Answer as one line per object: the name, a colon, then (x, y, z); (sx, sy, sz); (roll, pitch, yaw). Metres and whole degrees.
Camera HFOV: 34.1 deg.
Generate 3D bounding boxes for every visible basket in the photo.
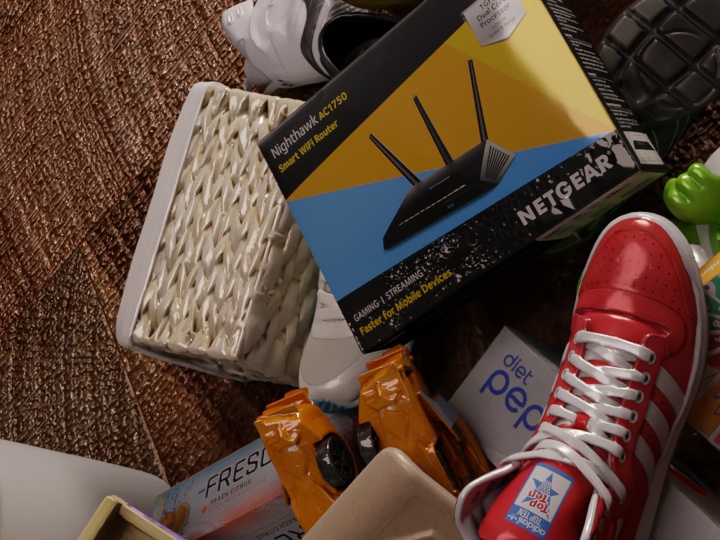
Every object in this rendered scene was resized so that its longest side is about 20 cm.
basket: (-0.067, -0.018, 0.841); (0.123, 0.135, 0.201); (12, 82, 38)

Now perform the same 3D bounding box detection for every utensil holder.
utensil holder: (-0.247, 0.213, 0.862); (0.169, 0.200, 0.171); (-16, 63, 36)

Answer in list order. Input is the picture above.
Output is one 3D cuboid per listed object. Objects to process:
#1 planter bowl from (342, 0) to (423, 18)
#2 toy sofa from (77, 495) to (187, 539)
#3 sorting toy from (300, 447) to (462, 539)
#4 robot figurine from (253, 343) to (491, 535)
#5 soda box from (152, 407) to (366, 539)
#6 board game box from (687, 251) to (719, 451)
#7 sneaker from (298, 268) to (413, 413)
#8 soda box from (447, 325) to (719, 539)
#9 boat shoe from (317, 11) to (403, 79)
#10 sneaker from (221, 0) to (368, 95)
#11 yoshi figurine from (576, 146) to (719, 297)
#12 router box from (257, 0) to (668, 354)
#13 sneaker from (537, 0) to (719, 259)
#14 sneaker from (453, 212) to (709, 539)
planter bowl: (0.066, -0.229, 0.817); (0.200, 0.084, 0.201); (-27, 33, 19)
toy sofa: (-0.101, 0.231, 0.755); (0.199, 0.098, 0.083); (31, 77, 5)
sorting toy: (0.041, 0.218, 0.657); (0.200, 0.036, 0.185); (40, 113, 2)
robot figurine: (0.028, 0.151, 0.687); (0.144, 0.058, 0.201); (-24, 99, 20)
soda box: (-0.055, 0.156, 0.798); (0.199, 0.068, 0.064); (-31, 34, 28)
board game box: (0.230, 0.009, 0.576); (0.200, 0.095, 0.030); (-44, 12, 26)
sneaker: (0.000, 0.000, 0.773); (0.076, 0.081, 0.201); (-5, 51, 38)
soda box: (0.137, 0.119, 0.659); (0.068, 0.063, 0.200); (-54, 48, 12)
boat shoe: (0.038, -0.121, 0.747); (0.075, 0.062, 0.200); (-51, 42, -6)
sneaker: (-0.052, -0.235, 0.945); (0.114, 0.075, 0.201); (-13, 69, 34)
yoshi figurine: (0.186, -0.027, 0.652); (0.112, 0.112, 0.201); (32, 98, 58)
router box: (0.050, -0.065, 0.669); (0.200, 0.051, 0.150); (-36, 74, 30)
sneaker: (0.158, -0.093, 0.706); (0.075, 0.079, 0.200); (43, 96, 11)
sneaker: (0.106, 0.072, 0.555); (0.071, 0.112, 0.201); (13, 99, 35)
